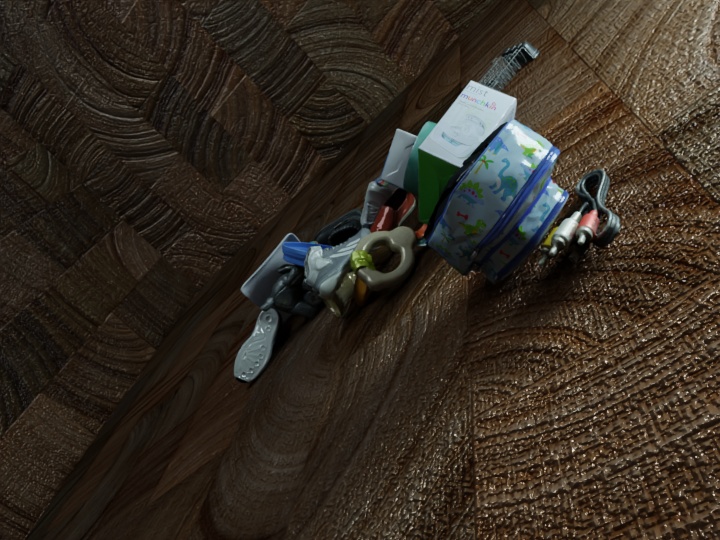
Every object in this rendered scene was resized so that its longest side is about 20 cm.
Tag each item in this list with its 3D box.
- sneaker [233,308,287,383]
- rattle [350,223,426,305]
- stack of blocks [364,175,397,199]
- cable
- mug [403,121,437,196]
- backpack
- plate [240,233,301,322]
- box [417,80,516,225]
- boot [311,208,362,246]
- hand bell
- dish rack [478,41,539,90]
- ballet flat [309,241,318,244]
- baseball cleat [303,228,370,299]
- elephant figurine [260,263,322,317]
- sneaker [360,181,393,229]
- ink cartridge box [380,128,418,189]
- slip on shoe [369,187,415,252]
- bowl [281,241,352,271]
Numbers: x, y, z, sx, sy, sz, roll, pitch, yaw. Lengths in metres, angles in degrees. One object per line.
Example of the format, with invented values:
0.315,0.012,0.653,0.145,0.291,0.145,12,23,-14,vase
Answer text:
-0.258,0.198,1.499,0.147,0.079,0.204,110,-178,-77,sneaker
0.077,-0.016,1.182,0.198,0.145,0.129,-36,44,-22,rattle
0.098,-0.243,1.616,0.199,0.059,0.116,-30,23,46,stack of blocks
0.291,-0.083,0.741,0.097,0.050,0.202,-33,21,52,cable
0.176,-0.230,1.238,0.186,0.112,0.155,-51,-20,-49,mug
0.192,-0.092,0.788,0.184,0.146,0.201,-51,-10,-14,backpack
-0.207,0.022,1.552,0.201,0.200,0.032,-49,48,-8,plate
0.185,-0.187,1.014,0.178,0.095,0.201,-54,-22,-21,box
-0.071,-0.083,1.635,0.210,0.079,0.159,-40,17,22,boot
0.000,0.000,1.281,0.199,0.105,0.104,-39,14,-15,hand bell
0.382,-0.536,1.592,0.201,0.054,0.153,-49,14,0,dish rack
-0.168,0.011,1.655,0.202,0.063,0.068,-57,40,0,ballet flat
-0.050,-0.037,1.211,0.202,0.105,0.070,-58,5,-37,baseball cleat
-0.150,0.036,1.492,0.200,0.152,0.144,-89,23,-73,elephant figurine
0.036,-0.152,1.472,0.201,0.074,0.082,97,-161,-67,sneaker
0.111,-0.256,1.354,0.200,0.065,0.118,-31,-38,-74,ink cartridge box
0.064,-0.123,1.382,0.073,0.062,0.201,17,59,38,slip on shoe
-0.098,-0.033,1.422,0.201,0.195,0.040,-142,60,-74,bowl
